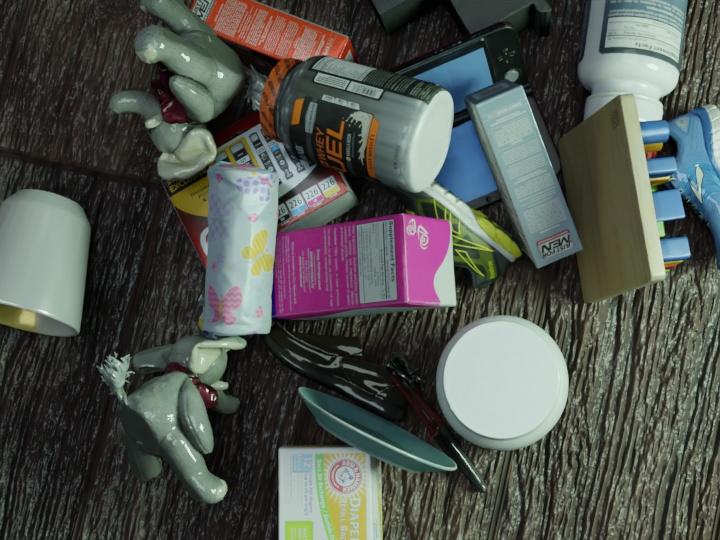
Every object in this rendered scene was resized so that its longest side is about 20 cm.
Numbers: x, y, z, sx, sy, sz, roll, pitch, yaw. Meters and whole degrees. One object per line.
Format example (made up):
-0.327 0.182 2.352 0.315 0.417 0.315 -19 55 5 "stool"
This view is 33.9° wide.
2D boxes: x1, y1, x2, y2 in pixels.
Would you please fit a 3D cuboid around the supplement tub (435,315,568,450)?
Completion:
0.157 0.127 1.313 0.143 0.200 0.146 -1 81 8 "supplement tub"

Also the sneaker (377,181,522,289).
0.095 -0.049 1.393 0.199 0.074 0.085 34 96 -8 "sneaker"

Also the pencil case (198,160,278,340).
-0.140 -0.022 1.355 0.090 0.083 0.202 10 97 49 "pencil case"

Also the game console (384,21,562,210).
0.121 -0.170 1.410 0.199 0.173 0.119 -23 52 3 "game console"

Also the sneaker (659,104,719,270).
0.399 -0.090 1.384 0.088 0.079 0.202 -14 71 13 "sneaker"

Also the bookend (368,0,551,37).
0.100 -0.338 1.447 0.198 0.092 0.201 -30 80 3 "bookend"

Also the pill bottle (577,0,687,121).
0.318 -0.263 1.392 0.119 0.120 0.202 8 83 9 "pill bottle"

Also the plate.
0.014 0.185 1.325 0.199 0.200 0.026 26 90 11 "plate"

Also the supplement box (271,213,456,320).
0.000 0.000 1.360 0.199 0.101 0.104 -6 83 36 "supplement box"

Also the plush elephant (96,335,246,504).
-0.207 0.148 1.398 0.155 0.164 0.201 -39 114 -35 "plush elephant"

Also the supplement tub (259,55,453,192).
-0.006 -0.170 1.328 0.199 0.122 0.123 18 84 22 "supplement tub"

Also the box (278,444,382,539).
-0.033 0.302 1.362 0.111 0.101 0.202 -3 81 8 "box"

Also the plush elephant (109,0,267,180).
-0.215 -0.206 1.385 0.155 0.199 0.165 -44 35 22 "plush elephant"

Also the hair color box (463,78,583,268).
0.186 -0.113 1.361 0.060 0.099 0.201 -22 104 3 "hair color box"

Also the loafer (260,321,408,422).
-0.025 0.108 1.412 0.199 0.073 0.072 28 82 1 "loafer"

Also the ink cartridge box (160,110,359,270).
-0.131 -0.114 1.449 0.199 0.084 0.176 -30 78 3 "ink cartridge box"

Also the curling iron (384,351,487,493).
0.088 0.180 1.370 0.025 0.050 0.201 -36 103 -17 "curling iron"

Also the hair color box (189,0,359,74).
-0.108 -0.281 1.463 0.199 0.102 0.062 23 85 11 "hair color box"

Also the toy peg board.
0.315 -0.079 1.333 0.097 0.199 0.202 -7 83 -11 "toy peg board"

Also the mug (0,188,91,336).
-0.417 -0.017 1.447 0.185 0.150 0.154 11 75 3 "mug"
